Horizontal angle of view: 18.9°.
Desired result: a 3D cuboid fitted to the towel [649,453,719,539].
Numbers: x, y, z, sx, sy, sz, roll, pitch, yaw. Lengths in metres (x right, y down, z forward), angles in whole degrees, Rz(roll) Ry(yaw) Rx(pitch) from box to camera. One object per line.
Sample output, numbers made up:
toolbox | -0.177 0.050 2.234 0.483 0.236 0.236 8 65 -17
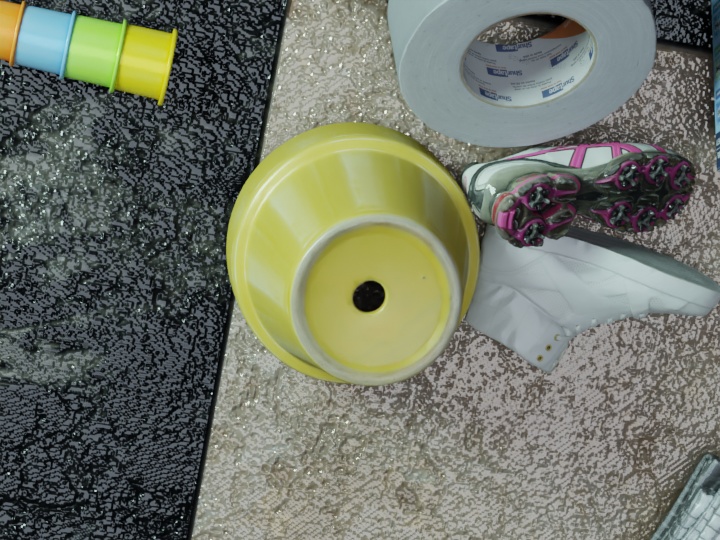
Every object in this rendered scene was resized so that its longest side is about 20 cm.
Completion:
towel | 0.316 0.266 1.813 0.165 0.086 0.201 29 100 -11

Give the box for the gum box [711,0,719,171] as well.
gum box | 0.362 -0.178 1.698 0.168 0.045 0.202 0 80 -7

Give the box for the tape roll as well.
tape roll | 0.122 -0.181 1.635 0.198 0.067 0.201 -6 145 -4

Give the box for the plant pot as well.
plant pot | 0.000 0.000 1.657 0.199 0.189 0.203 -1 103 -6

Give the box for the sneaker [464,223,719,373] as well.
sneaker | 0.184 0.031 1.751 0.198 0.074 0.117 16 103 0

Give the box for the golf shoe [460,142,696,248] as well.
golf shoe | 0.175 -0.074 1.718 0.198 0.092 0.073 -6 122 -29

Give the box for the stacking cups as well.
stacking cups | -0.240 -0.179 1.651 0.198 0.061 0.061 14 101 -9
